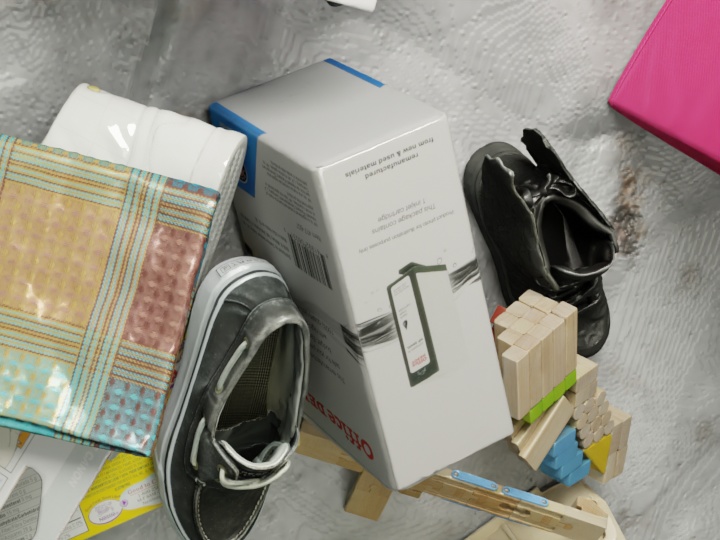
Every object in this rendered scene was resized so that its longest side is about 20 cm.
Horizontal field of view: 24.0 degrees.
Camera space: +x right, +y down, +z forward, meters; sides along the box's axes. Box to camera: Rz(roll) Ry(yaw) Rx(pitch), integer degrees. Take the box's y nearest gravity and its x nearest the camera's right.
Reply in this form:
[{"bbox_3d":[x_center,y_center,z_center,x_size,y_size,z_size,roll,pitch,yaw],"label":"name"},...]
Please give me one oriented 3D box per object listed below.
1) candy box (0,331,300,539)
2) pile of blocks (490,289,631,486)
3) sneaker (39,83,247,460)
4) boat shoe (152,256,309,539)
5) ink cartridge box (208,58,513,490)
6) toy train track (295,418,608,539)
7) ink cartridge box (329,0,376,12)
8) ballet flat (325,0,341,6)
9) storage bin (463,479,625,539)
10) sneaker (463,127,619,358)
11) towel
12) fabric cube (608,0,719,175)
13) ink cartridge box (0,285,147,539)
[{"bbox_3d":[-0.141,0.096,0.993,0.200,0.026,0.102,-22,113,-15],"label":"candy box"},{"bbox_3d":[0.108,0.082,1.054,0.082,0.062,0.200,-54,144,-14],"label":"pile of blocks"},{"bbox_3d":[-0.146,-0.003,0.925,0.116,0.074,0.200,21,107,2],"label":"sneaker"},{"bbox_3d":[-0.071,0.091,0.954,0.072,0.071,0.200,-9,126,-24],"label":"boat shoe"},{"bbox_3d":[0.000,0.000,0.948,0.084,0.146,0.200,-24,119,-19],"label":"ink cartridge box"},{"bbox_3d":[0.058,0.124,1.059,0.200,0.033,0.115,18,138,-5],"label":"toy train track"},{"bbox_3d":[-0.092,-0.194,0.850,0.200,0.115,0.068,11,104,-26],"label":"ink cartridge box"},{"bbox_3d":[0.044,-0.228,0.925,0.073,0.073,0.200,19,99,-29],"label":"ballet flat"},{"bbox_3d":[0.121,0.275,1.140,0.199,0.094,0.200,-35,119,-8],"label":"storage bin"},{"bbox_3d":[0.118,-0.008,1.022,0.060,0.104,0.200,-35,120,-8],"label":"sneaker"},{"bbox_3d":[-0.185,0.004,0.857,0.200,0.022,0.147,14,84,1],"label":"towel"},{"bbox_3d":[0.311,-0.117,1.010,0.196,0.199,0.200,27,98,-28],"label":"fabric cube"},{"bbox_3d":[-0.229,0.095,0.895,0.174,0.044,0.200,32,95,3],"label":"ink cartridge box"}]
